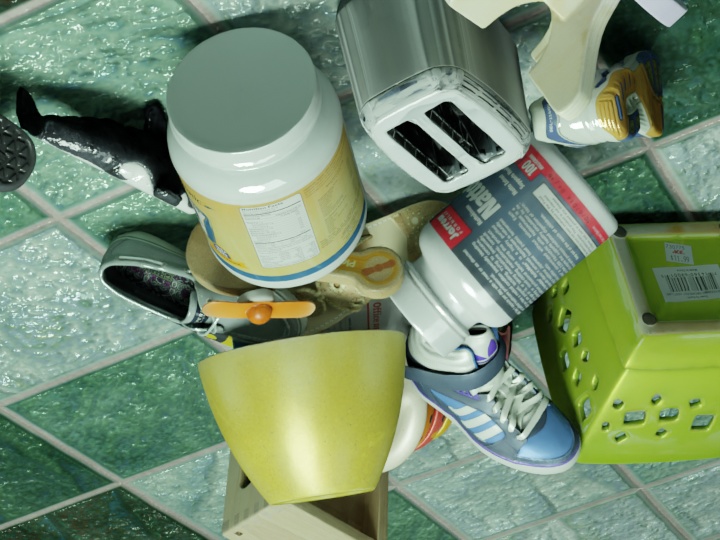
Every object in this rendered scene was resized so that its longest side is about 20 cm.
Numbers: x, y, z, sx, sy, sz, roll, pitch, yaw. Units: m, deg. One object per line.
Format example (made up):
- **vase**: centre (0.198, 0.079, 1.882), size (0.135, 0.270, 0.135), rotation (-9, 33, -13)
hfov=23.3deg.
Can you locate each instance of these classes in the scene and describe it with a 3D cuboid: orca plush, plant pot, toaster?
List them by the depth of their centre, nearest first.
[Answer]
- **toaster**: centre (0.059, -0.154, 1.401), size (0.113, 0.130, 0.200), rotation (-25, 145, 21)
- **orca plush**: centre (-0.200, -0.114, 1.479), size (0.200, 0.071, 0.105), rotation (27, 179, -31)
- **plant pot**: centre (-0.047, 0.144, 1.646), size (0.199, 0.143, 0.200), rotation (-8, 171, -1)
- **plant pot**: centre (0.304, 0.062, 1.760), size (0.199, 0.200, 0.182), rotation (-1, 142, -15)

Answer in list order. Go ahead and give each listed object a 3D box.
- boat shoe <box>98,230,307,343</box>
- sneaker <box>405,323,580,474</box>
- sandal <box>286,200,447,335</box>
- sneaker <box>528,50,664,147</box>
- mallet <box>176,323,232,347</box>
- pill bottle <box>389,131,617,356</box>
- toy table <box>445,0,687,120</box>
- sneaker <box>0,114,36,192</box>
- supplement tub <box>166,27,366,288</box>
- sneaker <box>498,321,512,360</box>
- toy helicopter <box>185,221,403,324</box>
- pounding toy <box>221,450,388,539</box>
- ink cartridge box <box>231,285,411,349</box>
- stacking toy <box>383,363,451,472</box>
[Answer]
- **boat shoe**: centre (-0.149, 0.030, 1.608), size (0.200, 0.072, 0.070), rotation (22, 121, 2)
- **sneaker**: centre (0.130, 0.111, 1.685), size (0.200, 0.081, 0.147), rotation (33, 156, 14)
- **sandal**: centre (-0.003, -0.005, 1.623), size (0.211, 0.078, 0.070), rotation (-30, -179, -4)
- **sneaker**: centre (0.202, -0.144, 1.479), size (0.088, 0.076, 0.200), rotation (-7, -177, 24)
- **mallet**: centre (-0.128, 0.066, 1.788), size (0.066, 0.041, 0.200), rotation (-27, 141, 27)
- **pill bottle**: centre (0.123, -0.020, 1.583), size (0.200, 0.120, 0.120), rotation (-41, 143, 4)
- **toy table**: centre (0.149, -0.214, 1.311), size (0.117, 0.184, 0.200), rotation (-43, 132, 17)
- **sneaker**: centre (-0.345, -0.127, 1.380), size (0.083, 0.072, 0.200), rotation (15, 153, 52)
- **supplement tub**: centre (-0.078, -0.091, 1.446), size (0.144, 0.145, 0.200), rotation (-12, 148, 3)
- **sneaker**: centre (0.129, 0.076, 1.820), size (0.079, 0.096, 0.200), rotation (-12, 150, -1)
- **toy helicopter**: centre (-0.061, -0.003, 1.559), size (0.199, 0.133, 0.079), rotation (10, 150, 11)
- **pounding toy**: centre (-0.062, 0.241, 1.969), size (0.184, 0.201, 0.142), rotation (34, 129, -30)
- **ink cartridge box**: centre (-0.032, 0.028, 1.721), size (0.199, 0.068, 0.115), rotation (-7, 149, -4)
- **stacking toy**: centre (0.060, 0.142, 1.906), size (0.146, 0.147, 0.200), rotation (-33, 159, 32)
